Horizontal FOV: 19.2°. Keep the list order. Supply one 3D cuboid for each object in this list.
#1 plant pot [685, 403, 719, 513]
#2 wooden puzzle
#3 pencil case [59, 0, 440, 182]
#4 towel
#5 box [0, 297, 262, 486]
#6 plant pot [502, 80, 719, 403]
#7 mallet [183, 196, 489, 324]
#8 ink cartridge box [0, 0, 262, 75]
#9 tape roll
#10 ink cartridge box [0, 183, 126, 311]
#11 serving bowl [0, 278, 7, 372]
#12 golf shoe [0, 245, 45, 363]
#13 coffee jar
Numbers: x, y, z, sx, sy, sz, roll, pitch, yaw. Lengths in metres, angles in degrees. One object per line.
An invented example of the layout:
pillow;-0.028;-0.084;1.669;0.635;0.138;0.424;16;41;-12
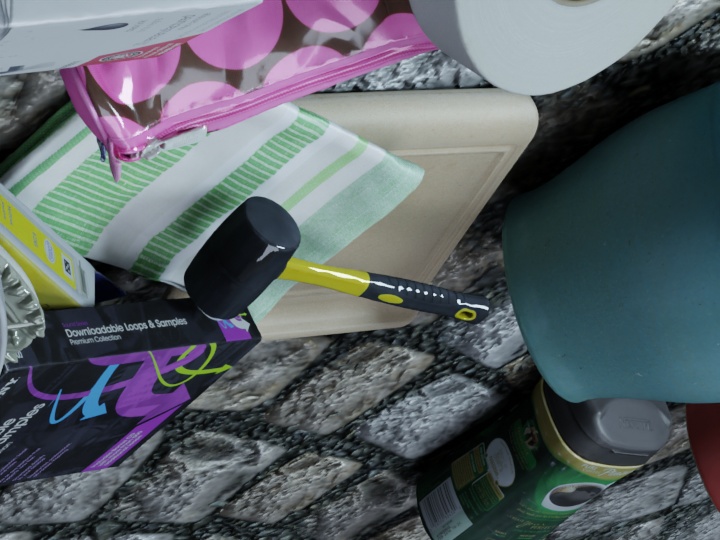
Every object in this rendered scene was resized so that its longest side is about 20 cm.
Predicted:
plant pot;0.362;0.122;1.655;0.176;0.202;0.200;-24;155;27
wooden puzzle;-0.012;-0.034;1.240;0.184;0.037;0.201;-5;143;-30
pencil case;-0.043;-0.117;0.996;0.199;0.094;0.091;-22;155;-3
towel;-0.086;-0.042;1.132;0.199;0.024;0.152;24;129;-39
box;-0.164;0.070;1.145;0.143;0.036;0.199;-41;158;32
plant pot;0.194;-0.008;1.287;0.187;0.202;0.200;-17;157;24
mallet;0.000;0.000;1.177;0.199;0.041;0.066;6;137;-34
ink cartridge box;-0.157;-0.124;0.848;0.199;0.086;0.145;-8;179;-23
tape roll;0.103;-0.177;0.966;0.202;0.037;0.204;-31;140;-30
ink cartridge box;-0.245;0.019;1.106;0.196;0.047;0.200;-16;153;12
serving bowl;-0.244;0.001;0.878;0.198;0.066;0.201;-2;133;-2
golf shoe;-0.220;-0.035;0.957;0.078;0.098;0.200;-35;126;24
coffee jar;0.139;0.143;1.613;0.104;0.086;0.200;9;140;-41
